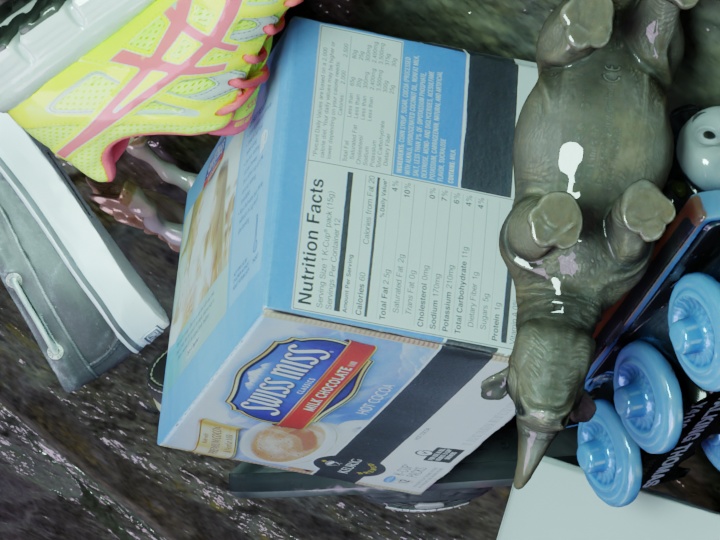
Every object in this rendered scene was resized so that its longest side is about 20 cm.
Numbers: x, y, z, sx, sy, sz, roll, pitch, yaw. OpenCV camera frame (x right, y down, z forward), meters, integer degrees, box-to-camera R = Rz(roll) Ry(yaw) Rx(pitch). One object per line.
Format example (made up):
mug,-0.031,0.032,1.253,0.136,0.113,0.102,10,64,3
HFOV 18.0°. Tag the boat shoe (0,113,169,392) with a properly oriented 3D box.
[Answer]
boat shoe,-0.170,-0.036,1.031,0.200,0.068,0.072,54,180,-2

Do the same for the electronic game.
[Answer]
electronic game,0.033,0.102,1.159,0.199,0.042,0.200,-3,176,0

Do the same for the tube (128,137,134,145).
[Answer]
tube,-0.075,-0.133,0.930,0.058,0.052,0.200,6,136,-31

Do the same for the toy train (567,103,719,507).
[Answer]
toy train,0.129,0.015,0.922,0.200,0.086,0.114,116,137,-56

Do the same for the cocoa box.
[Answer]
cocoa box,0.000,0.000,0.975,0.131,0.134,0.200,10,158,-14

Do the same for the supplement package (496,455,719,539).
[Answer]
supplement package,0.154,0.169,1.066,0.117,0.117,0.200,15,176,38

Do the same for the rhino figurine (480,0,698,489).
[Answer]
rhino figurine,0.081,-0.017,0.841,0.060,0.201,0.087,12,173,-3

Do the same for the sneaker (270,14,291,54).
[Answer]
sneaker,-0.114,-0.114,1.046,0.200,0.078,0.077,0,139,36

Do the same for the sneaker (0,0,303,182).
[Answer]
sneaker,-0.056,-0.099,0.880,0.200,0.078,0.090,-25,115,30

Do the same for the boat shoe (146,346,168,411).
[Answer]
boat shoe,-0.050,0.048,1.259,0.200,0.072,0.065,1,133,46

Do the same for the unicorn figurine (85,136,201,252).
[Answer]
unicorn figurine,-0.044,-0.017,1.142,0.137,0.074,0.200,42,171,-38
